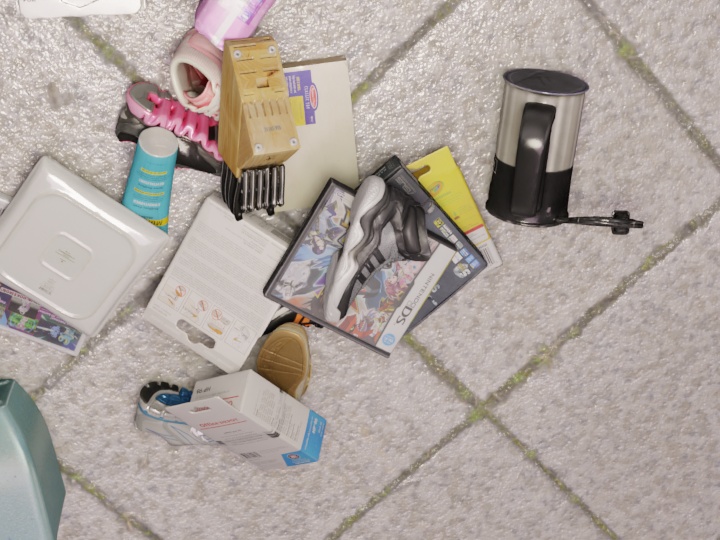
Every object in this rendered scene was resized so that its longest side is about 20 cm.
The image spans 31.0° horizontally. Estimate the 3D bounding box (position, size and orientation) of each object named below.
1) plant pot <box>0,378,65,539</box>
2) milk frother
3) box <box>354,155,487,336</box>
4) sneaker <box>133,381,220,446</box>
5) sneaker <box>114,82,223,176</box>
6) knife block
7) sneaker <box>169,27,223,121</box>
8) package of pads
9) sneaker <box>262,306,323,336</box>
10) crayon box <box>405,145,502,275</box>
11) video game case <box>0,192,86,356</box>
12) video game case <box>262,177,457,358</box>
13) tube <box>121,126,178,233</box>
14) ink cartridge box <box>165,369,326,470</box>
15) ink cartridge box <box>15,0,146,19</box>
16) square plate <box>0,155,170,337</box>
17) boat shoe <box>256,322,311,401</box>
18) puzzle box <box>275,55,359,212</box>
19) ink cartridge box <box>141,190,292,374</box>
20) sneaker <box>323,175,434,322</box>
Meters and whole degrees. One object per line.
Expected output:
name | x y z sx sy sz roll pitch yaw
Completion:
plant pot | -0.523 0.263 1.785 0.194 0.196 0.202 -6 105 -6
milk frother | 0.279 -0.150 1.723 0.198 0.181 0.190 2 115 -7
box | 0.052 -0.031 1.756 0.157 0.051 0.200 -39 114 9
sneaker | -0.235 0.224 1.882 0.199 0.075 0.087 19 128 -16
sneaker | -0.233 -0.162 1.704 0.199 0.079 0.095 30 123 -17
knife block | -0.141 -0.169 1.617 0.064 0.175 0.202 -11 83 -26
sneaker | -0.170 -0.208 1.650 0.075 0.105 0.201 -29 108 28
package of pads | -0.125 -0.369 1.591 0.075 0.121 0.200 32 106 -17
sneaker | -0.071 0.058 1.823 0.199 0.070 0.090 -31 112 3
crayon box | 0.102 -0.071 1.803 0.126 0.051 0.201 -25 116 3
video game case | -0.444 0.005 1.764 0.199 0.023 0.183 22 109 -18
video game case | 0.000 0.000 1.719 0.199 0.026 0.181 27 107 -18
tube | -0.278 -0.103 1.701 0.077 0.051 0.201 12 141 -9
ink cartridge box | -0.156 0.198 1.782 0.115 0.068 0.200 -15 139 39
ink cartridge box | -0.324 -0.363 1.517 0.145 0.200 0.087 -4 115 -8
square plate | -0.386 -0.023 1.718 0.199 0.029 0.198 34 112 -19
boat shoe | -0.104 0.133 1.827 0.073 0.069 0.201 19 137 5
puzzle box | -0.073 -0.181 1.738 0.132 0.025 0.202 -7 115 -5
ink cartridge box | -0.182 0.019 1.767 0.160 0.050 0.201 32 108 3
sneaker | 0.027 -0.014 1.661 0.113 0.076 0.201 17 107 -12
